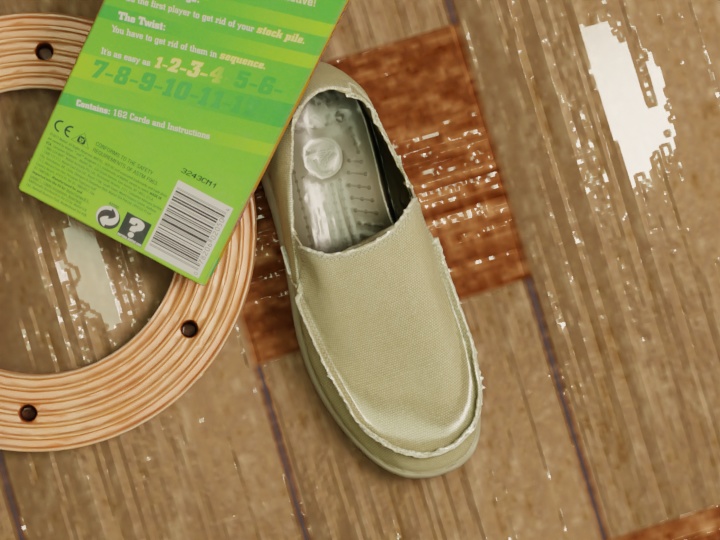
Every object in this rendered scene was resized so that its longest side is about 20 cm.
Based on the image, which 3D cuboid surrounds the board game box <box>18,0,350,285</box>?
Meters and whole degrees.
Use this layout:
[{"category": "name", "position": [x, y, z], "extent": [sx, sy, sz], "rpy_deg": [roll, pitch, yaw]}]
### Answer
[{"category": "board game box", "position": [-0.067, -0.098, 1.252], "extent": [0.095, 0.030, 0.200], "rpy_deg": [28, 116, 0]}]

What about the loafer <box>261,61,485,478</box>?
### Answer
[{"category": "loafer", "position": [0.000, 0.000, 1.296], "extent": [0.076, 0.068, 0.200], "rpy_deg": [-23, 89, -6]}]

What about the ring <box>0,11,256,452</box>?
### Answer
[{"category": "ring", "position": [-0.147, -0.018, 1.310], "extent": [0.200, 0.019, 0.201], "rpy_deg": [0, 87, -4]}]
